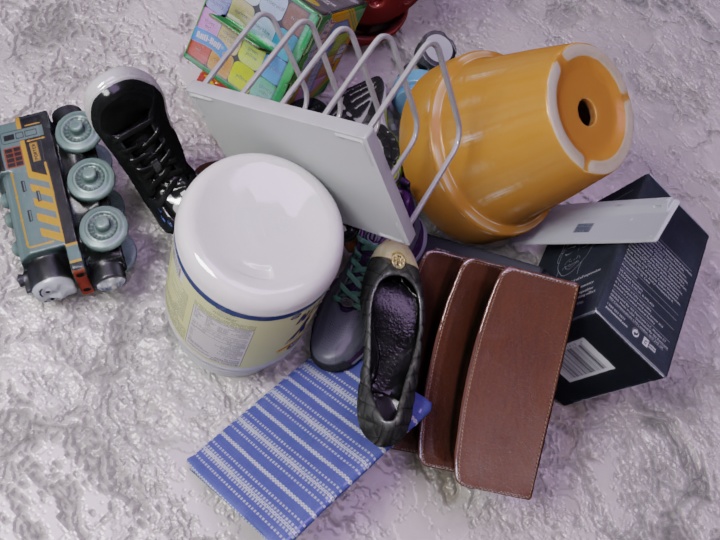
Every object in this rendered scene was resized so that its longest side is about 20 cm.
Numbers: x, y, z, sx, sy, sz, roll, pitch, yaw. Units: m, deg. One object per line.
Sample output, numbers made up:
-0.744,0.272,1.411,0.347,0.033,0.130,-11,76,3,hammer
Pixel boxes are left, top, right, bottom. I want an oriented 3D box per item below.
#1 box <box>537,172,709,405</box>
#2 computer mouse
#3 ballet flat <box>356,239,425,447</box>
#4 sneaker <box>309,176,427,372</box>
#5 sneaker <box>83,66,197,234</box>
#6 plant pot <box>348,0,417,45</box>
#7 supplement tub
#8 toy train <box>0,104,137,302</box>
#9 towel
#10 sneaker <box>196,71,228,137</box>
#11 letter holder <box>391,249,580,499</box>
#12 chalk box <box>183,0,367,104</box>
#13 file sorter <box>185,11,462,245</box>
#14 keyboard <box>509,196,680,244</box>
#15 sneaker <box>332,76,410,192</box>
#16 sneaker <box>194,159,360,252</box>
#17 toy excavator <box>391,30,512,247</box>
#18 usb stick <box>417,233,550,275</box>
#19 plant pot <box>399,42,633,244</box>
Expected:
0.265,0.023,0.901,0.107,0.148,0.202,39,57,-12,box
-0.037,-0.101,0.839,0.057,0.034,0.203,-22,53,6,computer mouse
0.033,0.059,0.756,0.065,0.057,0.204,9,62,-11,ballet flat
0.000,0.000,0.833,0.073,0.088,0.202,17,59,23,sneaker
-0.188,-0.102,0.791,0.072,0.200,0.113,-34,76,-8,sneaker
0.006,-0.395,1.019,0.195,0.183,0.205,8,60,-15,plant pot
-0.104,0.005,0.760,0.141,0.201,0.148,7,63,-14,supplement tub
-0.289,-0.066,0.810,0.111,0.086,0.204,-16,71,-12,toy train
-0.045,0.153,0.769,0.143,0.024,0.199,26,51,39,towel
-0.101,-0.154,0.934,0.199,0.073,0.077,41,43,-4,sneaker
0.106,0.092,0.797,0.139,0.101,0.205,13,91,-10,letter holder
-0.096,-0.255,0.892,0.123,0.125,0.200,35,29,4,chalk box
-0.026,-0.137,0.752,0.197,0.140,0.126,19,65,31,file sorter
0.240,-0.049,0.881,0.011,0.198,0.057,43,68,-26,keyboard
0.015,-0.146,0.964,0.072,0.081,0.203,-19,47,12,sneaker
-0.087,-0.061,0.883,0.195,0.087,0.073,13,29,13,sneaker
0.117,-0.149,0.994,0.190,0.100,0.204,20,71,-12,toy excavator
0.104,-0.005,0.901,0.196,0.033,0.056,18,57,16,usb stick
0.168,-0.141,0.855,0.196,0.182,0.206,5,81,-32,plant pot
